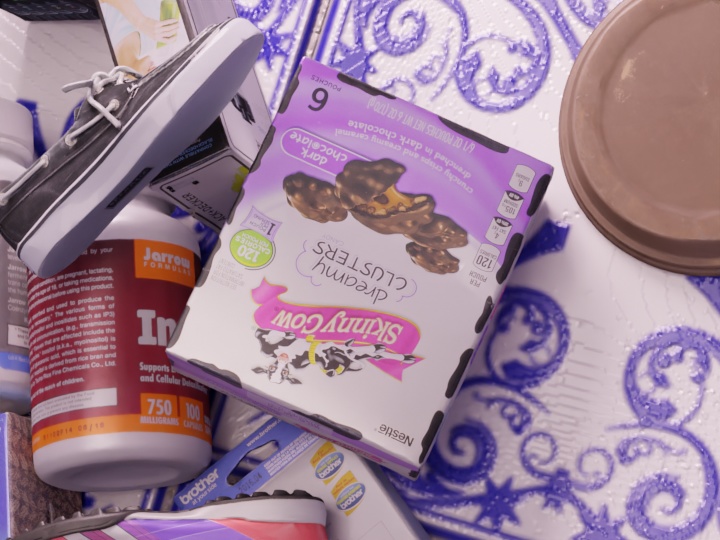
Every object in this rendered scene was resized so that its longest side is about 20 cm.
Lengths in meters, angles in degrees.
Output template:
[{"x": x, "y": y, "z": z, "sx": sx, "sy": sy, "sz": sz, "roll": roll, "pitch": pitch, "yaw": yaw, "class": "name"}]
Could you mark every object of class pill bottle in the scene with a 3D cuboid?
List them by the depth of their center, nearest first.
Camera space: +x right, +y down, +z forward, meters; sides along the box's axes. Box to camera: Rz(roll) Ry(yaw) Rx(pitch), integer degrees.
[{"x": -0.155, "y": 0.032, "z": 1.360, "sx": 0.113, "sy": 0.113, "sz": 0.201, "roll": -11, "pitch": 73, "yaw": 19, "class": "pill bottle"}, {"x": -0.263, "y": -0.009, "z": 1.415, "sx": 0.113, "sy": 0.114, "sz": 0.201, "roll": -8, "pitch": 73, "yaw": 20, "class": "pill bottle"}]

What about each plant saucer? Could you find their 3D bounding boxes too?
[{"x": 0.212, "y": -0.096, "z": 1.292, "sx": 0.199, "sy": 0.029, "sz": 0.201, "roll": -6, "pitch": 73, "yaw": 20, "class": "plant saucer"}]

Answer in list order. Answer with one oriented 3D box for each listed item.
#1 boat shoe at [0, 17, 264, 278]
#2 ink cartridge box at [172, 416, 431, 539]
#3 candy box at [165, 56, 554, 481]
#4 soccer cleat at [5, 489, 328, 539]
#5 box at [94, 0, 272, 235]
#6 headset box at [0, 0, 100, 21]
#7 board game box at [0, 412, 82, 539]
[{"x": -0.144, "y": -0.087, "z": 1.282, "sx": 0.068, "sy": 0.074, "sz": 0.199, "roll": 47, "pitch": 104, "yaw": 10, "class": "boat shoe"}, {"x": -0.016, "y": 0.184, "z": 1.304, "sx": 0.119, "sy": 0.042, "sz": 0.200, "roll": -40, "pitch": 68, "yaw": 8, "class": "ink cartridge box"}, {"x": 0.000, "y": 0.000, "z": 1.288, "sx": 0.167, "sy": 0.072, "sz": 0.200, "roll": 24, "pitch": 79, "yaw": 4, "class": "candy box"}, {"x": -0.117, "y": 0.177, "z": 1.272, "sx": 0.199, "sy": 0.068, "sz": 0.073, "roll": -7, "pitch": 75, "yaw": 2, "class": "soccer cleat"}, {"x": -0.113, "y": -0.134, "z": 1.388, "sx": 0.060, "sy": 0.117, "sz": 0.201, "roll": -23, "pitch": 68, "yaw": 13, "class": "box"}, {"x": -0.235, "y": -0.276, "z": 1.434, "sx": 0.093, "sy": 0.200, "sz": 0.175, "roll": 4, "pitch": 76, "yaw": 40, "class": "headset box"}, {"x": -0.285, "y": 0.191, "z": 1.380, "sx": 0.199, "sy": 0.097, "sz": 0.160, "roll": -11, "pitch": 72, "yaw": 19, "class": "board game box"}]
